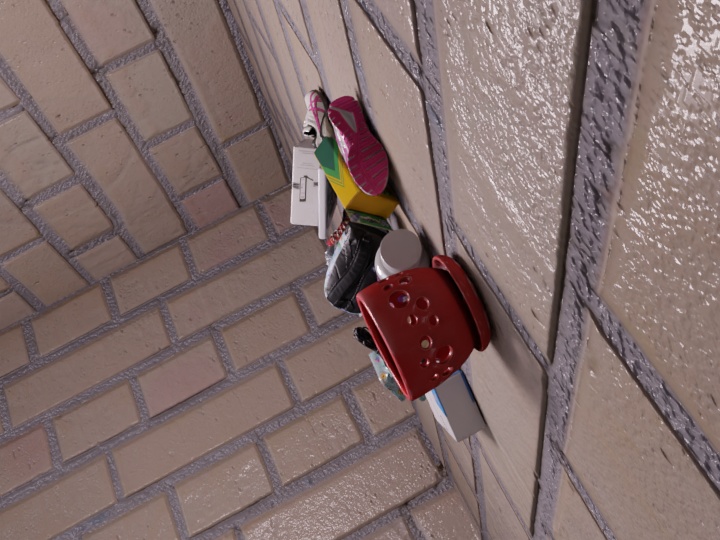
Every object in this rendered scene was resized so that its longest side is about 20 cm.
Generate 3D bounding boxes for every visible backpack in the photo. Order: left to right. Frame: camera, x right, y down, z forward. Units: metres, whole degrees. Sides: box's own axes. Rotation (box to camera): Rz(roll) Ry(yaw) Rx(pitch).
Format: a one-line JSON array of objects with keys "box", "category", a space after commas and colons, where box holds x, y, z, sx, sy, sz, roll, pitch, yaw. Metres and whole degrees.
[{"box": [0.000, 0.000, 1.710, 0.160, 0.204, 0.154, 22, -166, -10], "category": "backpack"}, {"box": [0.127, 0.263, 2.067, 0.199, 0.154, 0.176, 36, -169, -29], "category": "backpack"}]

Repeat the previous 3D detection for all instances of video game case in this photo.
[{"box": [-0.083, -0.216, 1.971, 0.183, 0.023, 0.204, -77, -10, -54], "category": "video game case"}]

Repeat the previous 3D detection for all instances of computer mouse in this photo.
[{"box": [0.074, 0.121, 1.808, 0.137, 0.202, 0.053, 35, 155, -5], "category": "computer mouse"}]

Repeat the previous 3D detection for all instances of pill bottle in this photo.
[{"box": [0.085, -0.002, 1.521, 0.114, 0.110, 0.201, 62, 175, 22], "category": "pill bottle"}]

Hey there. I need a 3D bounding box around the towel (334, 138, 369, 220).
[{"box": [-0.014, -0.208, 1.741, 0.203, 0.084, 0.166, 63, 177, -2], "category": "towel"}]

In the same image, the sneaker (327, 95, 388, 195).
[{"box": [0.002, -0.238, 1.493, 0.088, 0.080, 0.204, 67, -177, -79], "category": "sneaker"}]

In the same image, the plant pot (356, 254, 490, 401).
[{"box": [0.112, 0.090, 1.280, 0.204, 0.179, 0.201, 64, 175, 10], "category": "plant pot"}]

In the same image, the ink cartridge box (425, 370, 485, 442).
[{"box": [0.214, 0.308, 1.840, 0.200, 0.084, 0.149, -149, 34, -83], "category": "ink cartridge box"}]

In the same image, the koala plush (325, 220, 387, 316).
[{"box": [0.033, 0.020, 1.904, 0.184, 0.175, 0.202, 47, 161, 38], "category": "koala plush"}]

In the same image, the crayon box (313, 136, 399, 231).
[{"box": [-0.002, -0.179, 1.552, 0.124, 0.052, 0.202, 10, -138, -44], "category": "crayon box"}]

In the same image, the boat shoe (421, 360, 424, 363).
[{"box": [0.143, 0.166, 1.843, 0.075, 0.061, 0.202, 54, -174, -46], "category": "boat shoe"}]

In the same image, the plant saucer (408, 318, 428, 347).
[{"box": [0.121, 0.087, 1.695, 0.199, 0.029, 0.206, 171, 90, -68], "category": "plant saucer"}]

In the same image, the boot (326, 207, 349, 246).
[{"box": [-0.041, -0.138, 2.000, 0.203, 0.142, 0.073, 67, 174, -23], "category": "boot"}]

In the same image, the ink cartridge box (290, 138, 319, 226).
[{"box": [-0.129, -0.235, 2.016, 0.146, 0.082, 0.205, -66, -20, -71], "category": "ink cartridge box"}]

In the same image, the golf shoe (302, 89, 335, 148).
[{"box": [-0.109, -0.375, 1.863, 0.202, 0.090, 0.073, 62, 177, 44], "category": "golf shoe"}]
